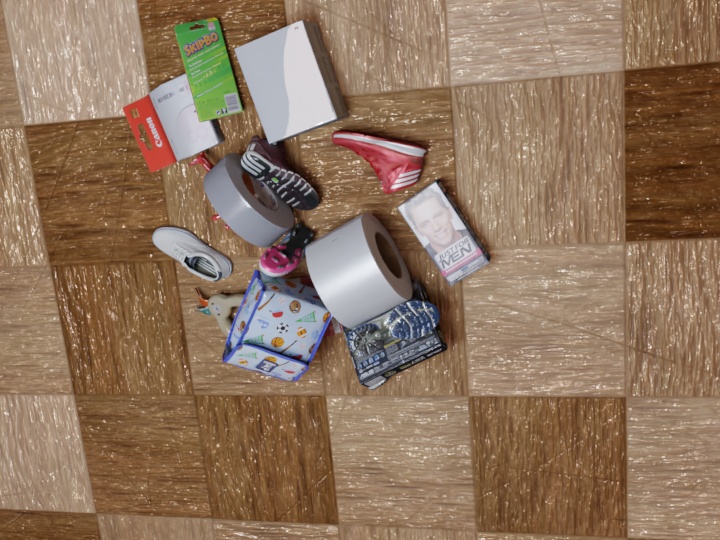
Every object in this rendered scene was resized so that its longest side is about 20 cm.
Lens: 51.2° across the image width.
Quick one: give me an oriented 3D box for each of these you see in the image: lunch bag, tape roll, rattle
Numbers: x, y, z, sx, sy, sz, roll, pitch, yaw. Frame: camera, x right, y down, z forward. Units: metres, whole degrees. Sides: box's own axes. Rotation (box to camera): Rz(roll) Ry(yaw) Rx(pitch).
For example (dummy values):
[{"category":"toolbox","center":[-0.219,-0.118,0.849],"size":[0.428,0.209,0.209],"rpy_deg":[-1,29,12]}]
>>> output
[{"category":"lunch bag","center":[-0.172,0.127,1.539],"size":[0.169,0.124,0.201],"rpy_deg":[21,109,-22]},{"category":"tape roll","center":[0.000,0.000,1.547],"size":[0.139,0.203,0.203],"rpy_deg":[-27,97,18]},{"category":"rattle","center":[-0.313,0.118,1.672],"size":[0.199,0.143,0.131],"rpy_deg":[25,138,5]},{"category":"tape roll","center":[-0.230,-0.146,1.563],"size":[0.066,0.200,0.201],"rpy_deg":[-38,93,18]}]

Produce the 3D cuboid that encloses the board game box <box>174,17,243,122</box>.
[{"category":"board game box","center":[-0.320,-0.422,1.582],"size":[0.095,0.030,0.201],"rpy_deg":[-17,102,-15]}]

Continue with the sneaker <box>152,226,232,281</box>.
[{"category":"sneaker","center":[-0.385,-0.040,1.694],"size":[0.199,0.071,0.073],"rpy_deg":[24,108,6]}]

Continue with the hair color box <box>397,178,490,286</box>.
[{"category":"hair color box","center":[0.174,-0.078,1.561],"size":[0.100,0.061,0.200],"rpy_deg":[-33,94,18]}]

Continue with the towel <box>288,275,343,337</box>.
[{"category":"towel","center":[-0.144,0.089,1.697],"size":[0.199,0.023,0.145],"rpy_deg":[-12,101,15]}]

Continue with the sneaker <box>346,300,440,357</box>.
[{"category":"sneaker","center":[0.063,0.111,1.538],"size":[0.199,0.085,0.077],"rpy_deg":[-18,93,-4]}]

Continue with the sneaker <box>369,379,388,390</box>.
[{"category":"sneaker","center":[0.068,0.176,1.646],"size":[0.200,0.074,0.087],"rpy_deg":[-42,86,18]}]

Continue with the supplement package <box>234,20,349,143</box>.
[{"category":"supplement package","center":[-0.137,-0.381,1.530],"size":[0.155,0.111,0.201],"rpy_deg":[-17,99,16]}]

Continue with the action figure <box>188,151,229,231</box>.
[{"category":"action figure","center":[-0.310,-0.151,1.641],"size":[0.099,0.065,0.200],"rpy_deg":[-39,105,15]}]

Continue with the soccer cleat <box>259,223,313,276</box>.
[{"category":"soccer cleat","center":[-0.158,-0.024,1.582],"size":[0.070,0.200,0.087],"rpy_deg":[33,124,4]}]

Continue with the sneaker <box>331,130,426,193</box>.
[{"category":"sneaker","center":[0.029,-0.220,1.551],"size":[0.199,0.078,0.116],"rpy_deg":[13,105,11]}]

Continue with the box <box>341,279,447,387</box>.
[{"category":"box","center":[0.067,0.135,1.601],"size":[0.199,0.049,0.162],"rpy_deg":[-29,62,16]}]

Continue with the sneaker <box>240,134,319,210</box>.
[{"category":"sneaker","center":[-0.158,-0.221,1.598],"size":[0.075,0.116,0.200],"rpy_deg":[-27,132,35]}]

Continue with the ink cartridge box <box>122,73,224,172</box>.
[{"category":"ink cartridge box","center":[-0.417,-0.319,1.644],"size":[0.199,0.057,0.163],"rpy_deg":[-20,99,12]}]
